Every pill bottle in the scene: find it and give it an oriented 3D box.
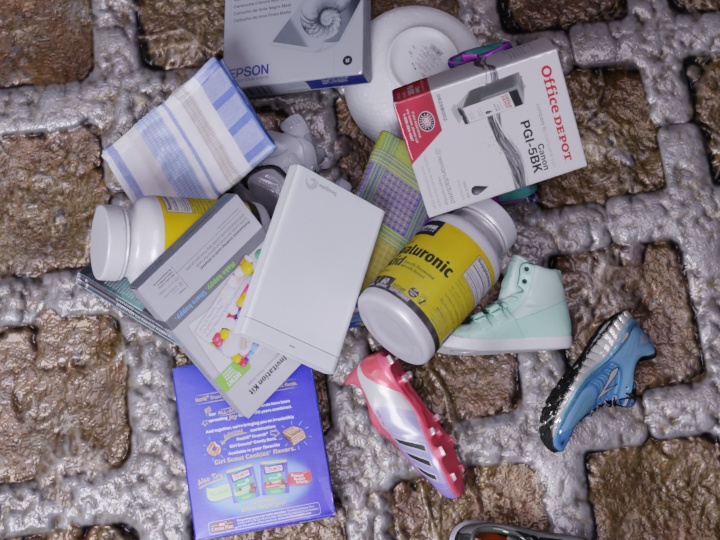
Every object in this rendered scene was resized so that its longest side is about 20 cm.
[{"bbox_3d":[0.097,0.005,1.321,0.111,0.112,0.200,41,66,6],"label":"pill bottle"},{"bbox_3d":[-0.209,-0.029,1.307,0.197,0.112,0.114,2,75,-27],"label":"pill bottle"}]

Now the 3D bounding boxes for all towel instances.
[{"bbox_3d":[-0.213,-0.147,1.366,0.199,0.024,0.148,-36,77,13],"label":"towel"},{"bbox_3d":[0.039,-0.052,1.363,0.143,0.023,0.203,31,74,-27],"label":"towel"}]

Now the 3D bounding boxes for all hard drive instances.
[{"bbox_3d":[-0.055,-0.001,1.271,0.131,0.027,0.203,26,74,-30],"label":"hard drive"}]

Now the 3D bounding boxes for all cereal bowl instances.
[{"bbox_3d":[0.075,-0.255,1.448,0.196,0.083,0.204,1,77,-3],"label":"cereal bowl"}]

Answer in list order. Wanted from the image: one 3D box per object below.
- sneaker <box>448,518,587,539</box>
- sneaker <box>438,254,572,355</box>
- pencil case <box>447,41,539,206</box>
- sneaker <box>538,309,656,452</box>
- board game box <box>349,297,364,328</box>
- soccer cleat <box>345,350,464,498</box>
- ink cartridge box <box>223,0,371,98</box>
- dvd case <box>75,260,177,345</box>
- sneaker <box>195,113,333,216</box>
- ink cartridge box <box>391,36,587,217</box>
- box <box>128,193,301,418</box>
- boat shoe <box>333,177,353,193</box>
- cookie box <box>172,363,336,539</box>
[{"bbox_3d":[0.204,0.341,1.320,0.197,0.079,0.075,10,74,-3],"label":"sneaker"},{"bbox_3d":[0.164,0.043,1.387,0.197,0.074,0.120,-2,83,-15],"label":"sneaker"},{"bbox_3d":[0.166,-0.179,1.393,0.084,0.092,0.203,-4,108,30],"label":"pencil case"},{"bbox_3d":[0.298,0.147,1.374,0.090,0.078,0.201,39,77,2],"label":"sneaker"},{"bbox_3d":[0.000,0.000,1.406,0.196,0.034,0.138,-9,77,-6],"label":"board game box"},{"bbox_3d":[0.057,0.193,1.359,0.076,0.067,0.202,-32,86,21],"label":"soccer cleat"},{"bbox_3d":[-0.082,-0.330,1.443,0.196,0.041,0.204,-5,75,17],"label":"ink cartridge box"},{"bbox_3d":[-0.223,0.020,1.353,0.198,0.022,0.146,31,40,2],"label":"dvd case"},{"bbox_3d":[-0.132,-0.152,1.416,0.198,0.076,0.115,32,60,19],"label":"sneaker"},{"bbox_3d":[0.150,-0.168,1.307,0.197,0.083,0.149,-18,108,7],"label":"ink cartridge box"},{"bbox_3d":[-0.140,0.040,1.263,0.156,0.041,0.201,-44,113,-18],"label":"box"},{"bbox_3d":[-0.053,-0.014,1.360,0.061,0.072,0.202,28,85,-12],"label":"boat shoe"},{"bbox_3d":[-0.125,0.205,1.327,0.168,0.075,0.203,-8,77,-6],"label":"cookie box"}]
